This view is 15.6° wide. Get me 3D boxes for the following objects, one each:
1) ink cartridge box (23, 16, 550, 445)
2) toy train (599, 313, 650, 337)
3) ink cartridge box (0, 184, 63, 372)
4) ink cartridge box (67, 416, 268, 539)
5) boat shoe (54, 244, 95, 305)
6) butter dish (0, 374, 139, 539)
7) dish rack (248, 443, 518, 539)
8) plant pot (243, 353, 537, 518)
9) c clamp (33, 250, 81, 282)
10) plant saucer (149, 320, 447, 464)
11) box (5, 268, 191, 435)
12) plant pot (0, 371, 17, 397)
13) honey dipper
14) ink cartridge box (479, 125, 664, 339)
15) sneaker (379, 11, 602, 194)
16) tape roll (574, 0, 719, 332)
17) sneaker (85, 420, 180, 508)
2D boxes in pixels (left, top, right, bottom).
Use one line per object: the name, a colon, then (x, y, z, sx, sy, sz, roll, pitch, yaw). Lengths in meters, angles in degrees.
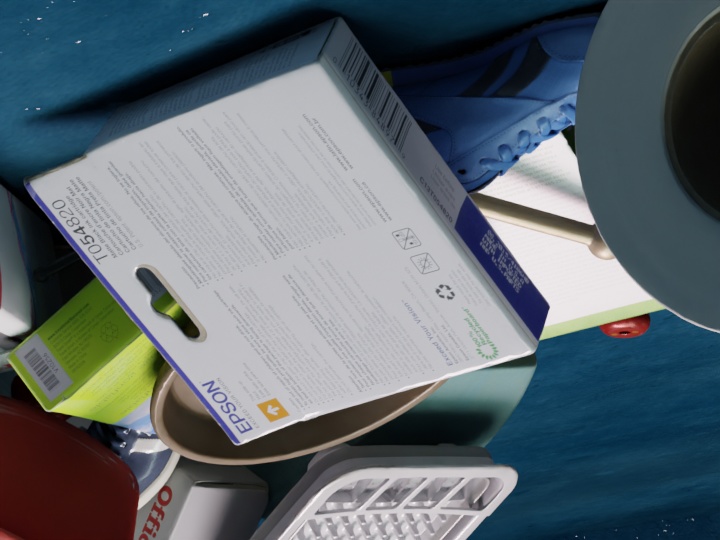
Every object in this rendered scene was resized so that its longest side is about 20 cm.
ink cartridge box: (-0.037, -0.014, 1.323, 0.199, 0.041, 0.200, -19, 121, 33)
toy train: (0.133, -0.004, 1.698, 0.115, 0.085, 0.200, 8, 160, -26)
ink cartridge box: (-0.252, 0.007, 1.418, 0.147, 0.086, 0.200, -12, 166, 6)
ink cartridge box: (-0.176, 0.162, 1.805, 0.200, 0.147, 0.083, 31, -166, 36)
boat shoe: (-0.124, 0.022, 1.613, 0.199, 0.067, 0.057, 6, 146, -30)
butter dish: (-0.208, 0.128, 1.538, 0.199, 0.148, 0.199, 26, 157, -11)
dish rack: (-0.008, 0.176, 1.748, 0.171, 0.044, 0.200, 3, 137, -41)
plant pot: (0.020, 0.064, 1.773, 0.141, 0.142, 0.200, -1, 157, -36)
c clamp: (-0.088, -0.024, 1.514, 0.170, 0.027, 0.200, -25, 168, 5)
plant saucer: (-0.025, 0.044, 1.470, 0.199, 0.030, 0.200, -17, 152, -9)
box: (-0.109, 0.036, 1.495, 0.122, 0.048, 0.200, -41, 165, 6)
plant pot: (-0.269, 0.114, 1.701, 0.199, 0.201, 0.134, -15, -167, 23)
honey dipper: (0.052, -0.040, 1.408, 0.199, 0.038, 0.038, 14, 161, -14)
ink cartridge box: (0.075, -0.049, 1.480, 0.147, 0.076, 0.200, -15, 136, 24)
sneaker: (0.070, -0.073, 1.327, 0.199, 0.079, 0.066, -15, 158, 15)
tape roll: (0.217, -0.065, 1.203, 0.202, 0.204, 0.139, -18, 164, 34)
sneaker: (-0.143, 0.075, 1.694, 0.200, 0.075, 0.084, -55, 145, 8)
